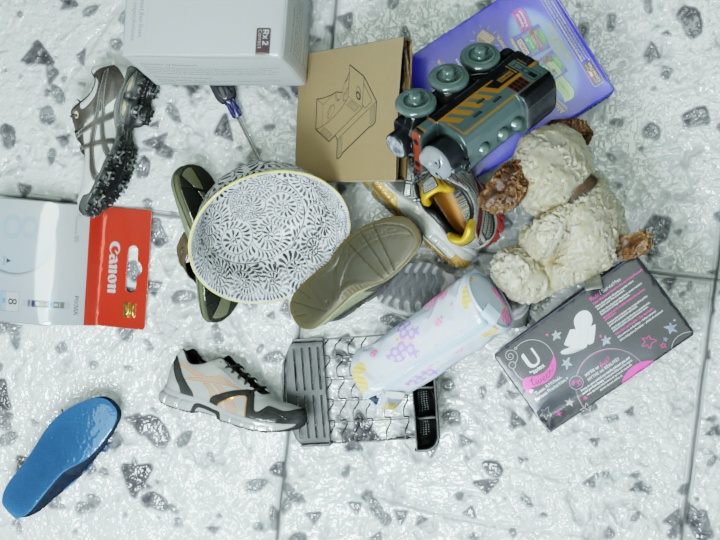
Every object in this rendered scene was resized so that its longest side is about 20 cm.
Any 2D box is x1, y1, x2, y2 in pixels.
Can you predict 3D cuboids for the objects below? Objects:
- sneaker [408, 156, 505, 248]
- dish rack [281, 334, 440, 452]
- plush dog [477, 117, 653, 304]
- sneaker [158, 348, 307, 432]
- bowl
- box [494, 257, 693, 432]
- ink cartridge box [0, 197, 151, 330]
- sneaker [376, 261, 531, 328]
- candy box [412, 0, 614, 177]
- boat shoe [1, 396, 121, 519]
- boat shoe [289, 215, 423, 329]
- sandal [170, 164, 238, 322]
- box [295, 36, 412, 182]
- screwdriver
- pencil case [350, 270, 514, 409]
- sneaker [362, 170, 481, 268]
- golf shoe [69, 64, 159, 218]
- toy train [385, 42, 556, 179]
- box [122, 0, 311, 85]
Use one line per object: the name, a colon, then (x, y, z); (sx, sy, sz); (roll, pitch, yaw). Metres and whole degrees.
sneaker: (0.093, -0.115, 1.440); (0.078, 0.082, 0.200); (-37, 80, 30)
dish rack: (-0.002, 0.149, 1.552); (0.200, 0.055, 0.154); (-4, 91, 10)
plush dog: (0.228, -0.080, 1.403); (0.200, 0.160, 0.172); (-41, 107, -32)
sneaker: (-0.158, 0.151, 1.562); (0.200, 0.074, 0.080); (14, 89, 17)
bowl: (-0.120, -0.065, 1.528); (0.200, 0.094, 0.201); (-10, 131, -12)
box: (0.272, 0.082, 1.463); (0.200, 0.132, 0.115); (-35, 83, 9)
ink cartridge box: (-0.374, -0.007, 1.613); (0.200, 0.047, 0.160); (5, 93, 12)
sneaker: (0.113, 0.045, 1.519); (0.200, 0.082, 0.075); (9, 63, 27)
candy box: (0.174, -0.229, 1.495); (0.200, 0.077, 0.169); (-31, 88, 9)
boat shoe: (-0.384, 0.234, 1.618); (0.200, 0.069, 0.084); (-40, 77, 8)
boat shoe: (0.000, 0.001, 1.525); (0.201, 0.066, 0.072); (-39, 75, 23)
sandal: (-0.200, -0.033, 1.578); (0.057, 0.080, 0.201); (-15, 88, 38)
box: (-0.012, -0.187, 1.493); (0.200, 0.021, 0.164); (5, 93, 52)
screwdriver: (-0.147, -0.180, 1.584); (0.028, 0.029, 0.200); (-28, 94, 10)
pencil case: (0.081, 0.082, 1.439); (0.200, 0.091, 0.083); (-37, 93, 25)
sneaker: (0.078, -0.095, 1.528); (0.200, 0.076, 0.088); (43, 85, 0)
golf shoe: (-0.330, -0.167, 1.589); (0.094, 0.078, 0.200); (19, 84, 12)
toy train: (0.124, -0.177, 1.384); (0.200, 0.085, 0.114); (-38, 55, -25)
box: (-0.167, -0.333, 1.507); (0.200, 0.131, 0.199); (2, 83, 10)
